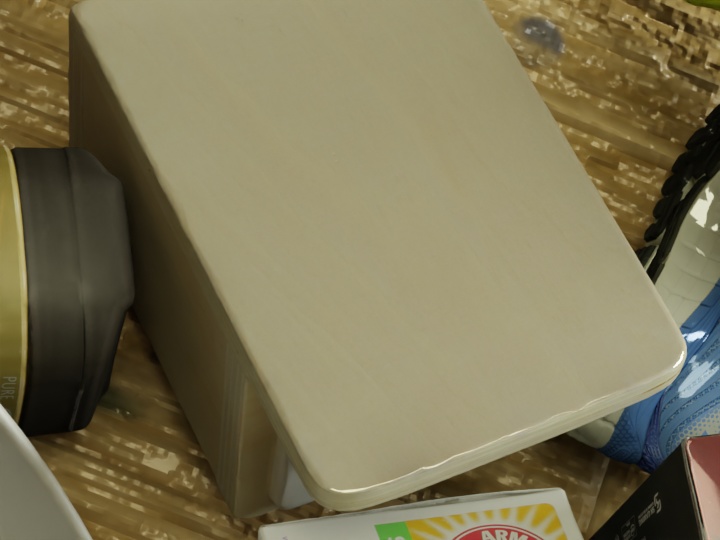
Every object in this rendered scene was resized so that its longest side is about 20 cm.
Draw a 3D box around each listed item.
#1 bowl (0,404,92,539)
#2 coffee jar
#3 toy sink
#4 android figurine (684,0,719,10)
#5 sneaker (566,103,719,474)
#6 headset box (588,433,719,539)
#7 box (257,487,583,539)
[{"bbox_3d":[-0.175,0.123,0.830,0.074,0.201,0.200,19,59,41],"label":"bowl"},{"bbox_3d":[-0.173,0.010,0.899,0.198,0.104,0.086,-2,68,-13],"label":"coffee jar"},{"bbox_3d":[0.000,0.000,0.920,0.130,0.112,0.201,-20,61,-18],"label":"toy sink"},{"bbox_3d":[0.158,-0.154,1.027,0.198,0.041,0.183,13,42,9],"label":"android figurine"},{"bbox_3d":[0.149,-0.005,0.995,0.089,0.079,0.201,35,73,-8],"label":"sneaker"},{"bbox_3d":[0.164,0.100,0.910,0.198,0.149,0.078,-6,70,-13],"label":"headset box"},{"bbox_3d":[0.035,0.176,0.834,0.101,0.113,0.201,-6,43,-14],"label":"box"}]
